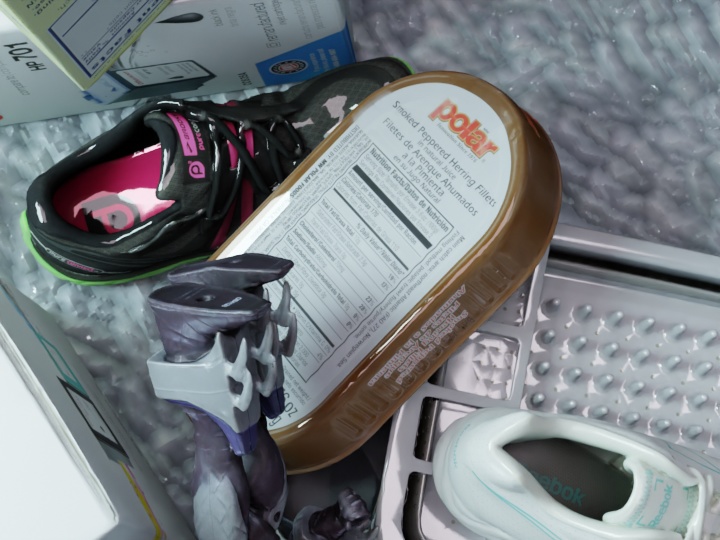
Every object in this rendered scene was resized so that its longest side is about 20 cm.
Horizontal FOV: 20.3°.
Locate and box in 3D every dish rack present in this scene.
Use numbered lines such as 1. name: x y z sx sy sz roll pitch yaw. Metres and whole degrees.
1. dish rack: 0.112 0.073 0.898 0.199 0.044 0.173 11 79 -3

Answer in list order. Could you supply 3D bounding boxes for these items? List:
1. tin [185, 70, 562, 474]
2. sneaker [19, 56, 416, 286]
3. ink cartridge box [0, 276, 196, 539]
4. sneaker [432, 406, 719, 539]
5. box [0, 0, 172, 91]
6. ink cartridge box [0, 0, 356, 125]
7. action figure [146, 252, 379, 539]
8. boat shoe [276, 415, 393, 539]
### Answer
1. tin: 0.000 0.000 0.876 0.200 0.042 0.112 -46 57 5
2. sneaker: -0.062 -0.045 0.928 0.199 0.084 0.077 -22 78 0
3. ink cartridge box: -0.177 0.096 0.850 0.146 0.200 0.146 -35 78 -2
4. sneaker: 0.129 0.106 0.833 0.199 0.080 0.071 17 77 -4
5. box: -0.151 -0.181 0.753 0.176 0.200 0.097 43 87 10
6. ink cartridge box: -0.109 -0.133 0.919 0.199 0.146 0.086 -9 80 3
7. action figure: -0.046 0.099 0.796 0.069 0.130 0.201 1 107 23
8. boat shoe: -0.019 0.115 0.903 0.075 0.062 0.201 21 81 7
